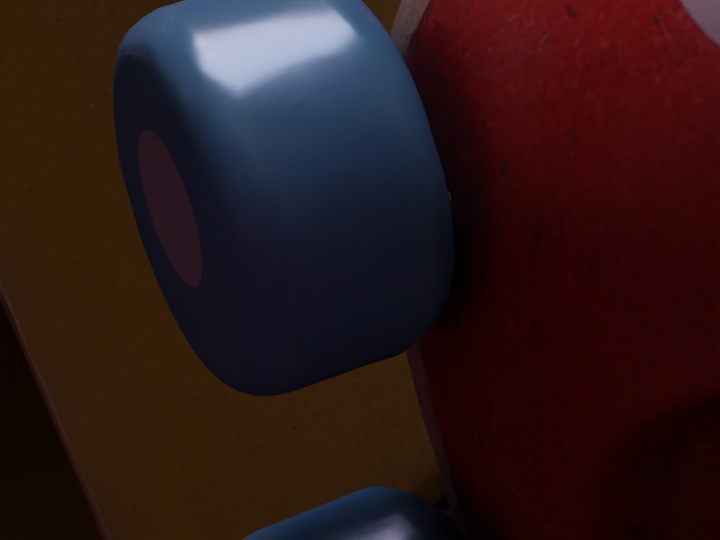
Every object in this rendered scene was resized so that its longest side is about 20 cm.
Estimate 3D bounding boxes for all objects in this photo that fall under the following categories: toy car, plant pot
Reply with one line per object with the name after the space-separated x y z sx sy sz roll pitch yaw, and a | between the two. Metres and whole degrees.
0.090 0.029 0.400 0.184 0.177 0.200 -19 28 -17 | toy car
-0.034 -0.053 0.618 0.176 0.201 0.200 -26 18 -18 | plant pot
